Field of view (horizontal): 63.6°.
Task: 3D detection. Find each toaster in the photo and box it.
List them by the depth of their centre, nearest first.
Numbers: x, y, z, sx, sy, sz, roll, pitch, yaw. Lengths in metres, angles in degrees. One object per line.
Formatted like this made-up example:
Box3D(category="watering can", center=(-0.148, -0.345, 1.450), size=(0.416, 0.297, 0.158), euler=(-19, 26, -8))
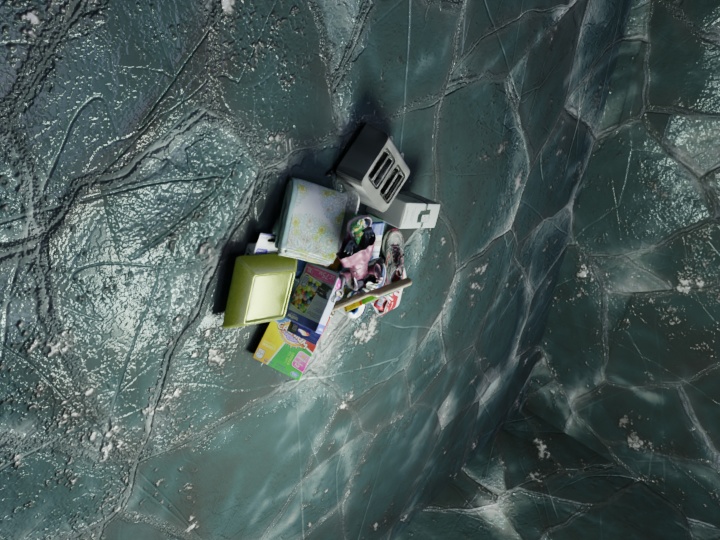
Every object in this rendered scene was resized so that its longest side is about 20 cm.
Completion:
Box3D(category="toaster", center=(0.031, -0.283, 1.641), size=(0.202, 0.118, 0.181), euler=(-56, 144, -7))

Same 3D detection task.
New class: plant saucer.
Box3D(category="plant saucer", center=(-0.247, 0.059, 1.504), size=(0.198, 0.048, 0.204), euler=(-7, 120, -48))

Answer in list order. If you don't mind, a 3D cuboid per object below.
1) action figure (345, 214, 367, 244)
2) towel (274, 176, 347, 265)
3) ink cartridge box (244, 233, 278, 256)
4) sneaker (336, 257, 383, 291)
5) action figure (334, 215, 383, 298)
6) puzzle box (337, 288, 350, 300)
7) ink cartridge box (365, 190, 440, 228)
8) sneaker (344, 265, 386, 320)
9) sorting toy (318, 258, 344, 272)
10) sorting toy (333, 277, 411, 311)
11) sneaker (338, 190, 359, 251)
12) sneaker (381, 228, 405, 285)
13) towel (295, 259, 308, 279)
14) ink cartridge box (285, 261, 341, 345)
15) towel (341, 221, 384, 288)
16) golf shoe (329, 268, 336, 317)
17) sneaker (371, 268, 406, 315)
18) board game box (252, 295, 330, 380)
Box3D(category="action figure", center=(-0.009, -0.096, 1.599), size=(0.119, 0.054, 0.201), euler=(-55, 162, -19))
Box3D(category="towel", center=(-0.129, -0.124, 1.518), size=(0.169, 0.048, 0.204), euler=(14, 87, -32))
Box3D(category="ink cartridge box", center=(-0.264, -0.006, 1.514), size=(0.099, 0.039, 0.203), euler=(4, 111, -52))
Box3D(category="sneaker", center=(0.000, 0.000, 1.690), size=(0.199, 0.089, 0.080), euler=(-16, 114, -55))
Box3D(category="action figure", center=(-0.015, -0.021, 1.530), size=(0.131, 0.151, 0.202), euler=(-9, 145, -4))
Box3D(category="puzzle box", center=(-0.057, 0.014, 1.810), size=(0.202, 0.025, 0.133), euler=(-59, 146, -5))
Box3D(category="ink cartridge box", center=(0.136, -0.194, 1.815), size=(0.198, 0.145, 0.085), euler=(-6, 117, -51))
Box3D(category="sneaker", center=(0.016, 0.062, 1.847), size=(0.202, 0.080, 0.146), euler=(-60, 175, 6))
Box3D(category="sorting toy", center=(-0.043, -0.067, 1.727), size=(0.199, 0.036, 0.188), euler=(29, 88, -44))
Box3D(category="sorting toy", center=(0.027, 0.075, 1.657), size=(0.184, 0.198, 0.037), euler=(-18, 89, -49))
Box3D(category="sneaker", center=(-0.054, -0.129, 1.618), size=(0.203, 0.076, 0.080), euler=(-64, 162, 13))
Box3D(category="sneaker", center=(0.117, -0.035, 1.917), size=(0.079, 0.075, 0.205), euler=(-4, 101, -15))
Box3D(category="towel", center=(-0.152, -0.076, 1.605), size=(0.111, 0.048, 0.203), euler=(14, 101, -56))
Box3D(category="ink cartridge box", center=(-0.131, 0.088, 1.580), size=(0.042, 0.118, 0.204), euler=(24, 86, -59))
Box3D(category="towel", center=(0.008, -0.047, 1.750), size=(0.145, 0.024, 0.204), euler=(-7, 114, -44))
Box3D(category="golf shoe", center=(-0.109, 0.089, 1.722), size=(0.093, 0.078, 0.202), euler=(15, 111, -44))
Box3D(category="sneaker", center=(0.095, 0.065, 2.003), size=(0.112, 0.071, 0.203), euler=(-30, 137, -42))
Box3D(category="board game box", center=(-0.195, 0.187, 1.649), size=(0.203, 0.151, 0.040), euler=(-63, -173, 1))
